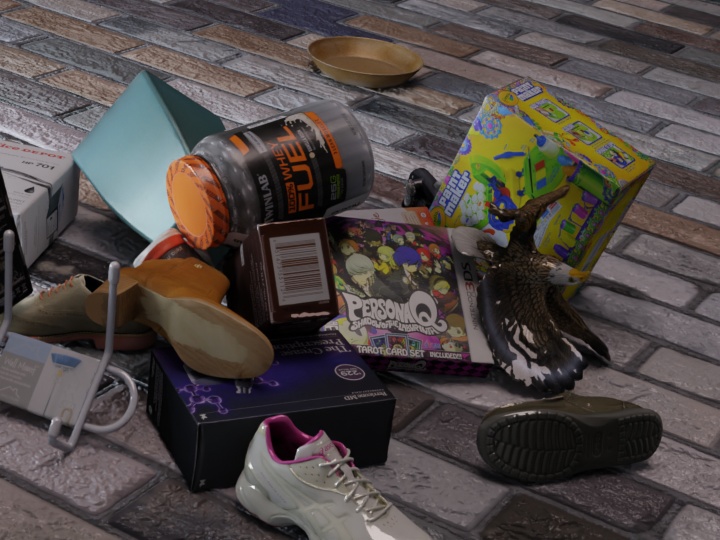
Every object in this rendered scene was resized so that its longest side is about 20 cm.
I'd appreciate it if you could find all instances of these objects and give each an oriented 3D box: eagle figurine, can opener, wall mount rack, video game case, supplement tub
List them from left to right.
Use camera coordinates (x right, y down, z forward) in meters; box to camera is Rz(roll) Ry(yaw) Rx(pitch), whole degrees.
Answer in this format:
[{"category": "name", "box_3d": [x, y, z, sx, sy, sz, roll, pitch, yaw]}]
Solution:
[{"category": "wall mount rack", "box_3d": [-0.295, 0.067, 1.344, 0.199, 0.175, 0.075, 16, -13, 16]}, {"category": "supplement tub", "box_3d": [-0.095, -0.097, 1.514, 0.199, 0.123, 0.122, -23, 38, -31]}, {"category": "video game case", "box_3d": [0.037, 0.027, 1.567, 0.199, 0.036, 0.182, 6, 53, -18]}, {"category": "can opener", "box_3d": [0.106, -0.074, 1.874, 0.078, 0.064, 0.200, 1, 26, -17]}, {"category": "eagle figurine", "box_3d": [0.194, 0.023, 1.579, 0.151, 0.201, 0.151, -13, 13, -12]}]

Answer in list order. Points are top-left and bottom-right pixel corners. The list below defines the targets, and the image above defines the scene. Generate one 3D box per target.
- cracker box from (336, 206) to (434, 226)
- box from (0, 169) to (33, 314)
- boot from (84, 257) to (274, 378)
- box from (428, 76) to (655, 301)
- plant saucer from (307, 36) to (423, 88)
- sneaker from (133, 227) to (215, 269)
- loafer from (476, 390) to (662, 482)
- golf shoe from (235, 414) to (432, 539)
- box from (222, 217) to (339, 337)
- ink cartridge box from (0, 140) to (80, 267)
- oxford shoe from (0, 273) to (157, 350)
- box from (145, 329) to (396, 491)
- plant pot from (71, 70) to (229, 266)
[{"category": "cracker box", "box_3d": [0.000, 0.000, 1.632, 0.199, 0.058, 0.135, -5, 57, -24]}, {"category": "box", "box_3d": [-0.416, 0.003, 1.381, 0.043, 0.161, 0.200, 25, 48, 33]}, {"category": "boot", "box_3d": [-0.151, 0.034, 1.391, 0.200, 0.071, 0.144, 17, 21, 16]}, {"category": "box", "box_3d": [0.207, -0.087, 1.717, 0.192, 0.201, 0.122, 37, 33, 15]}, {"category": "plant saucer", "box_3d": [0.007, -0.348, 2.448, 0.199, 0.036, 0.200, 6, 25, -3]}, {"category": "sneaker", "box_3d": [-0.187, 0.013, 1.563, 0.082, 0.077, 0.200, 46, 2, 7]}, {"category": "loafer", "box_3d": [0.197, 0.160, 1.419, 0.199, 0.076, 0.070, 2, 14, -23]}, {"category": "golf shoe", "box_3d": [-0.021, 0.194, 1.243, 0.199, 0.092, 0.075, 22, 27, 24]}, {"category": "box", "box_3d": [-0.084, 0.018, 1.460, 0.074, 0.101, 0.200, -7, -10, -15]}, {"category": "ink cartridge box", "box_3d": [-0.429, -0.078, 1.693, 0.145, 0.086, 0.200, 11, 27, 5]}, {"category": "oxford shoe", "box_3d": [-0.310, 0.034, 1.506, 0.198, 0.074, 0.071, 3, 26, -11]}, {"category": "box", "box_3d": [-0.087, 0.129, 1.377, 0.199, 0.079, 0.141, -5, 31, -26]}, {"category": "plant pot", "box_3d": [-0.217, -0.104, 1.704, 0.141, 0.141, 0.200, 31, 17, -45]}]
